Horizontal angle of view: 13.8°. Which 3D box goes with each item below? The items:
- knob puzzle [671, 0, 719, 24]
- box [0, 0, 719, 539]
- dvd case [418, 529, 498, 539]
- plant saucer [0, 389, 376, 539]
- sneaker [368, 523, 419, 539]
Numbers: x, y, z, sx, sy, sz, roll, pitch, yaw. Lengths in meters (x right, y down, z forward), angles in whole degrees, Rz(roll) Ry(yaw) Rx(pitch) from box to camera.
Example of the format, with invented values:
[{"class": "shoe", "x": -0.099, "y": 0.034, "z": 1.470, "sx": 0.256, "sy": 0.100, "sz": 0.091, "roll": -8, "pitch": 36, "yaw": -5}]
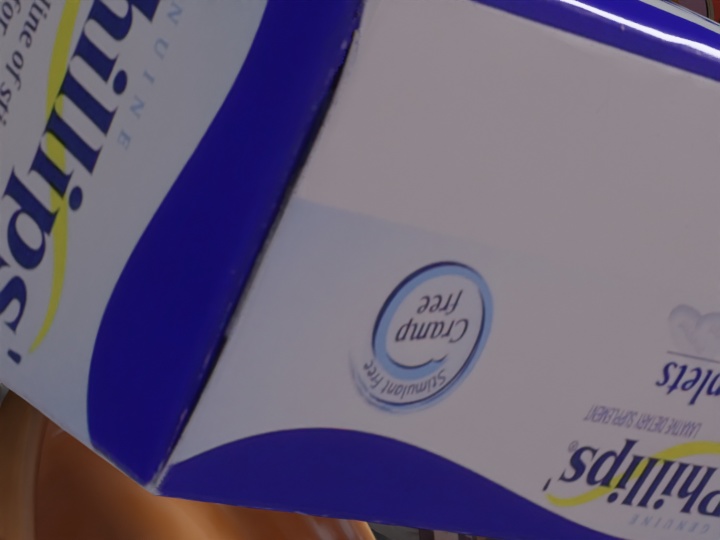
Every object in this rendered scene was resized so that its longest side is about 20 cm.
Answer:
[{"class": "knob puzzle", "x": 0.051, "y": -0.106, "z": 0.737, "sx": 0.220, "sy": 0.030, "sz": 0.220, "roll": 163, "pitch": -90, "yaw": -74}, {"class": "box", "x": -0.018, "y": -0.033, "z": 0.607, "sx": 0.184, "sy": 0.105, "sz": 0.200, "roll": 12, "pitch": 15, "yaw": -47}, {"class": "dvd case", "x": 0.076, "y": 0.056, "z": 0.688, "sx": 0.016, "sy": 0.200, "sz": 0.149, "roll": -17, "pitch": 107, "yaw": -34}, {"class": "plant saucer", "x": -0.035, "y": 0.108, "z": 0.703, "sx": 0.200, "sy": 0.037, "sz": 0.200, "roll": 51, "pitch": 27, "yaw": -38}, {"class": "sneaker", "x": 0.000, "y": 0.000, "z": 0.853, "sx": 0.200, "sy": 0.074, "sz": 0.082, "roll": 55, "pitch": 19, "yaw": -41}]
